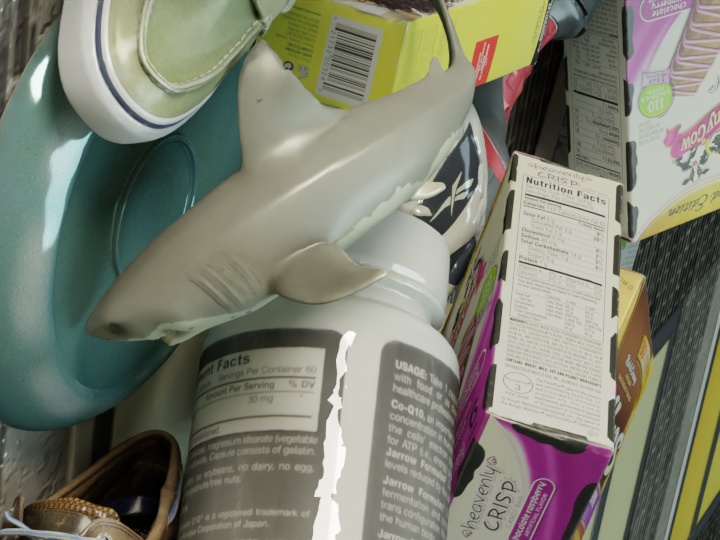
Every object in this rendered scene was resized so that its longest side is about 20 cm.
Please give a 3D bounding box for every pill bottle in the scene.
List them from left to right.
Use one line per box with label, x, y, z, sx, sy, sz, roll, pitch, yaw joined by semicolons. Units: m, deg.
pill bottle;-0.017;0.079;0.876;0.113;0.113;0.201;64;30;-64

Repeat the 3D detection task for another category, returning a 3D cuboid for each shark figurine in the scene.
shark figurine;-0.010;-0.057;0.793;0.214;0.128;0.090;-41;110;-30

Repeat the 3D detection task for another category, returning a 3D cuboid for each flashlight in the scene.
flashlight;0.082;-0.101;1.169;0.200;0.068;0.068;-59;156;-29

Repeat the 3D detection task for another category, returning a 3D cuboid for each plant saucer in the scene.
plant saucer;-0.091;-0.027;0.834;0.200;0.027;0.200;-53;154;-40

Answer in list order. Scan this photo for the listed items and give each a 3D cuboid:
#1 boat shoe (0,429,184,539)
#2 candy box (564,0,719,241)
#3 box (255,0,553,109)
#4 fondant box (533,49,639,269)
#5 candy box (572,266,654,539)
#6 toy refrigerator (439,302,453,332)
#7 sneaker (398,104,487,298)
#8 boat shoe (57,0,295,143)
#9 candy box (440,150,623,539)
boat shoe;-0.123;0.125;0.834;0.200;0.072;0.073;-54;151;-63
candy box;0.196;-0.134;1.303;0.136;0.061;0.201;-21;119;-31
box;0.026;-0.116;0.995;0.200;0.075;0.050;-29;134;-64
fondant box;0.168;-0.089;1.426;0.144;0.058;0.201;-8;114;-68
candy box;0.099;0.103;1.142;0.117;0.056;0.200;70;41;-60
toy refrigerator;0.037;0.113;1.232;0.070;0.076;0.200;-54;155;-41
sneaker;0.000;0.000;1.019;0.200;0.079;0.130;-64;170;8
boat shoe;-0.046;-0.128;0.778;0.072;0.062;0.200;51;46;-29
candy box;0.071;0.057;0.972;0.200;0.061;0.137;-78;-174;-54
